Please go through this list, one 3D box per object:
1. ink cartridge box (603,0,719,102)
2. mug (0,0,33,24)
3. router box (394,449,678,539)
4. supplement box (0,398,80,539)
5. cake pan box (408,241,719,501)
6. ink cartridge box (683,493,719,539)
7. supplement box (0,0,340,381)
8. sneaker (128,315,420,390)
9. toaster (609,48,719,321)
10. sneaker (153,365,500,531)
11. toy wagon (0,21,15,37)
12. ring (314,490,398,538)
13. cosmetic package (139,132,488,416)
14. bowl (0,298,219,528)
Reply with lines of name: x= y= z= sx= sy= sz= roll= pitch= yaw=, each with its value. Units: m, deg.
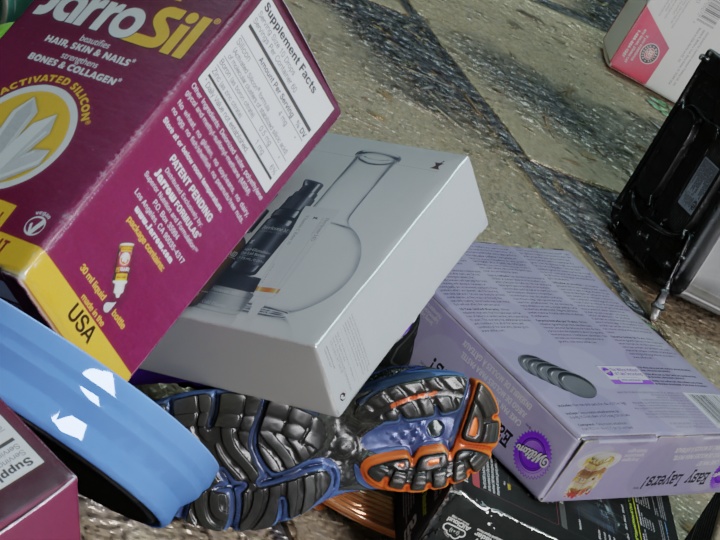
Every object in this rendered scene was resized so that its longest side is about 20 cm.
ink cartridge box: x=0.373 y=-0.236 z=2.507 sx=0.199 sy=0.147 sz=0.083 roll=28 pitch=21 yaw=-12
mug: x=-0.249 y=-0.173 z=1.522 sx=0.152 sy=0.185 sz=0.114 roll=55 pitch=23 yaw=-5
router box: x=0.096 y=0.127 z=1.351 sx=0.149 sy=0.062 sz=0.200 roll=27 pitch=21 yaw=-11
supplement box: x=-0.206 y=0.075 z=0.995 sx=0.086 sy=0.111 sz=0.200 roll=-33 pitch=60 yaw=-28
cake pan box: x=0.113 y=0.054 z=1.381 sx=0.200 sy=0.052 sz=0.184 roll=2 pitch=37 yaw=-51
ink cartridge box: x=0.279 y=0.219 z=1.429 sx=0.200 sy=0.075 sz=0.165 roll=33 pitch=22 yaw=4
supplement box: x=-0.127 y=-0.055 z=1.196 sx=0.131 sy=0.200 sz=0.103 roll=18 pitch=-29 yaw=38
sneaker: x=-0.062 y=0.047 z=1.305 sx=0.199 sy=0.100 sz=0.070 roll=-11 pitch=39 yaw=4
toaster: x=0.300 y=-0.056 z=1.955 sx=0.118 sy=0.201 sz=0.181 roll=26 pitch=13 yaw=-20
sneaker: x=-0.031 y=0.088 z=1.252 sx=0.199 sy=0.076 sz=0.078 roll=-3 pitch=8 yaw=-12
toy wagon: x=-0.139 y=-0.072 z=1.396 sx=0.199 sy=0.155 sz=0.040 roll=15 pitch=64 yaw=7
ring: x=-0.004 y=0.098 z=1.394 sx=0.200 sy=0.019 sz=0.201 roll=26 pitch=22 yaw=-11
cosmetic package: x=-0.057 y=-0.010 z=1.248 sx=0.199 sy=0.052 sz=0.151 roll=11 pitch=44 yaw=33
bowl: x=-0.159 y=0.055 z=1.115 sx=0.200 sy=0.039 sz=0.201 roll=31 pitch=-13 yaw=8
